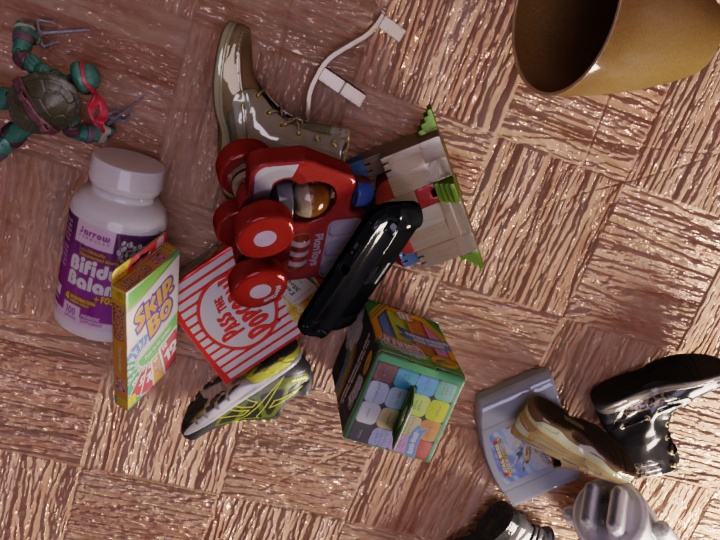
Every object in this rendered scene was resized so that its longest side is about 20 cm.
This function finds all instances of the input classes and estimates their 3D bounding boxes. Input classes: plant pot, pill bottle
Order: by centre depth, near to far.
[{"bbox_3d":[0.302,-0.279,0.842,0.195,0.187,0.191,3,112,-23],"label":"plant pot"},{"bbox_3d":[-0.285,-0.031,0.870,0.109,0.113,0.205,12,110,-13],"label":"pill bottle"}]

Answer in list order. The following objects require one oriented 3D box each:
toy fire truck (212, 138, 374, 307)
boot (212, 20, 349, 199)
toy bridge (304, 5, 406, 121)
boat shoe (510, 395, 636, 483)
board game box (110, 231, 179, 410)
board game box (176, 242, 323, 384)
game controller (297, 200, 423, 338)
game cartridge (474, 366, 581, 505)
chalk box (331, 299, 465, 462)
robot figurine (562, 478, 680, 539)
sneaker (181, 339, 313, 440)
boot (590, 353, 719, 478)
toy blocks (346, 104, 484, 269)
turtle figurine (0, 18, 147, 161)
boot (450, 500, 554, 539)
[{"bbox_3d":[-0.071,-0.057,0.826,0.163,0.114,0.202,-8,143,-20],"label":"toy fire truck"},{"bbox_3d":[-0.086,-0.171,0.845,0.150,0.072,0.205,7,118,9],"label":"boot"},{"bbox_3d":[-0.023,-0.218,0.882,0.066,0.027,0.202,28,106,-17],"label":"toy bridge"},{"bbox_3d":[0.300,0.254,1.071,0.197,0.072,0.077,33,116,-10],"label":"boat shoe"},{"bbox_3d":[-0.248,0.060,0.870,0.029,0.096,0.204,21,128,15],"label":"board game box"},{"bbox_3d":[-0.133,0.028,0.952,0.197,0.046,0.153,-33,112,5],"label":"board game box"},{"bbox_3d":[0.000,0.000,0.881,0.042,0.104,0.202,43,120,15],"label":"game controller"},{"bbox_3d":[0.243,0.251,1.109,0.130,0.042,0.204,-24,113,-4],"label":"game cartridge"},{"bbox_3d":[0.047,0.145,0.944,0.121,0.201,0.127,18,109,-15],"label":"chalk box"},{"bbox_3d":[0.390,0.387,1.128,0.200,0.166,0.115,48,56,-42],"label":"robot figurine"},{"bbox_3d":[-0.147,0.175,0.994,0.197,0.075,0.085,-33,114,5],"label":"sneaker"},{"bbox_3d":[0.447,0.216,1.105,0.195,0.074,0.154,-19,112,3],"label":"boot"},{"bbox_3d":[0.058,-0.079,0.926,0.133,0.101,0.204,-19,113,12],"label":"toy blocks"},{"bbox_3d":[-0.343,-0.190,0.810,0.195,0.101,0.153,-20,114,6],"label":"turtle figurine"},{"bbox_3d":[0.204,0.455,1.169,0.199,0.070,0.131,-42,122,18],"label":"boot"}]
